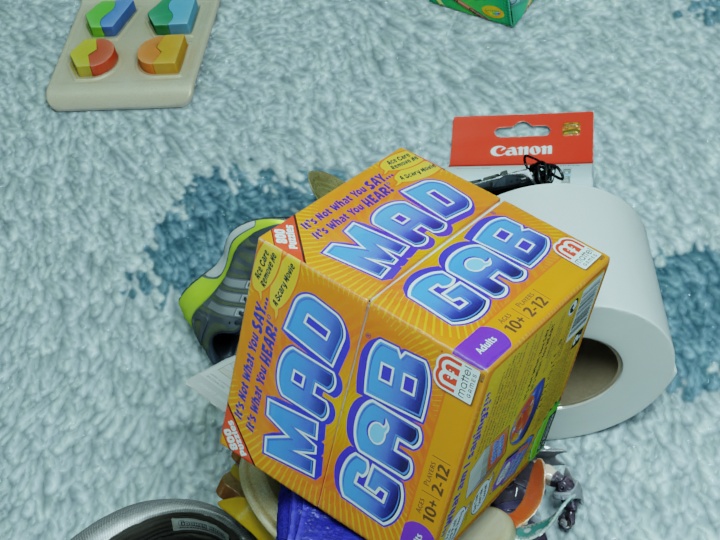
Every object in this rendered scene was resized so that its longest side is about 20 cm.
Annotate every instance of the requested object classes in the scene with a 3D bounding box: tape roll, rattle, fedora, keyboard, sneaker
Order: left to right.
[{"bbox_3d":[-0.172,0.291,1.260,0.199,0.091,0.177,-31,54,-26],"label":"fedora"},{"bbox_3d":[-0.104,0.017,1.432,0.073,0.200,0.081,-4,59,-38],"label":"sneaker"},{"bbox_3d":[0.101,0.267,1.199,0.130,0.144,0.200,-1,28,48],"label":"rattle"},{"bbox_3d":[0.135,-0.087,1.386,0.103,0.200,0.040,-10,88,4],"label":"keyboard"},{"bbox_3d":[0.171,0.039,1.321,0.201,0.204,0.140,-9,50,4],"label":"tape roll"}]

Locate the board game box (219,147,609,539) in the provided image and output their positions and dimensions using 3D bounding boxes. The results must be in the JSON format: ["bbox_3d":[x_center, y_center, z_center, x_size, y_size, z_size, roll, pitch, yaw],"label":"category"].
[{"bbox_3d":[0.040,0.063,1.138,0.199,0.201,0.199,29,37,21],"label":"board game box"}]

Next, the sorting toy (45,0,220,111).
[{"bbox_3d":[-0.274,-0.278,1.776,0.183,0.037,0.201,-1,52,11],"label":"sorting toy"}]

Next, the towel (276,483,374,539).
[{"bbox_3d":[0.005,0.174,1.184,0.146,0.050,0.201,2,34,-1],"label":"towel"}]

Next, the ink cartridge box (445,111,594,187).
[{"bbox_3d":[0.164,-0.101,1.534,0.158,0.047,0.201,-1,54,12],"label":"ink cartridge box"}]

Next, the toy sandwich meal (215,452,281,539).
[{"bbox_3d":[-0.039,0.219,1.275,0.071,0.204,0.205,-56,50,21],"label":"toy sandwich meal"}]

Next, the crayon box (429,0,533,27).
[{"bbox_3d":[0.177,-0.387,1.754,0.118,0.059,0.201,22,59,26],"label":"crayon box"}]

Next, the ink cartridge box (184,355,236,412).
[{"bbox_3d":[-0.039,0.118,1.353,0.160,0.050,0.199,31,40,30],"label":"ink cartridge box"}]

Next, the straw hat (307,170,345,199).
[{"bbox_3d":[0.000,0.000,1.436,0.085,0.200,0.202,-48,50,15],"label":"straw hat"}]

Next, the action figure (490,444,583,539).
[{"bbox_3d":[0.133,0.223,1.271,0.129,0.070,0.201,-15,46,9],"label":"action figure"}]
